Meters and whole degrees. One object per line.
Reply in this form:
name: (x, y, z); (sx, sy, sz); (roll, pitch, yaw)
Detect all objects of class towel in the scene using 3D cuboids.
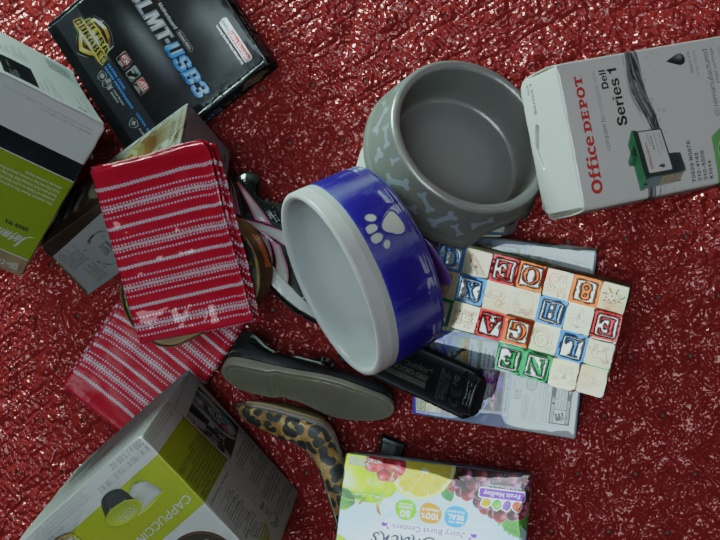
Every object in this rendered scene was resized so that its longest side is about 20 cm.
towel: (-0.243, 0.098, 1.407); (0.144, 0.022, 0.201); (38, 101, 9)
towel: (-0.194, -0.028, 1.257); (0.143, 0.023, 0.202); (-10, 104, 14)

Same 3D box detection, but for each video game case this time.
video game case: (0.155, 0.067, 1.298); (0.179, 0.045, 0.203); (7, 95, 13)

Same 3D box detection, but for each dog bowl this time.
dog bowl: (0.104, -0.125, 1.232); (0.198, 0.059, 0.202); (9, 62, -16)
dog bowl: (0.000, 0.000, 1.223); (0.078, 0.200, 0.202); (-25, 86, -19)

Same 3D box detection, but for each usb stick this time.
usb stick: (0.051, 0.102, 1.291); (0.199, 0.032, 0.056); (22, 97, 41)

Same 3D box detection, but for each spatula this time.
spatula: (0.058, -0.022, 1.247); (0.020, 0.200, 0.057); (-34, 103, 0)

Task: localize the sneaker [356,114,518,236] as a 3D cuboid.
sneaker: (0.079, -0.108, 1.290); (0.197, 0.080, 0.117); (16, 99, 14)

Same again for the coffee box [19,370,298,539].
coffee box: (-0.212, 0.272, 1.306); (0.199, 0.200, 0.198); (-41, 97, 13)

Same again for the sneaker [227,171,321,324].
sneaker: (-0.089, -0.030, 1.342); (0.086, 0.080, 0.200); (-43, 91, -6)

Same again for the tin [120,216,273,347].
tin: (-0.180, 0.013, 1.323); (0.199, 0.042, 0.113); (-24, 88, 31)

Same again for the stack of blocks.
stack of blocks: (0.168, 0.047, 1.240); (0.198, 0.059, 0.117); (15, 97, 14)

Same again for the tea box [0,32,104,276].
tea box: (-0.402, -0.137, 1.334); (0.133, 0.200, 0.198); (27, 103, -32)

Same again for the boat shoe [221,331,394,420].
boat shoe: (-0.053, 0.113, 1.341); (0.198, 0.073, 0.063); (13, 51, 9)

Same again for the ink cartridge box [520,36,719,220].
ink cartridge box: (0.274, -0.141, 1.194); (0.198, 0.084, 0.148); (-13, 91, -16)

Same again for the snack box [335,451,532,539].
snack box: (0.076, 0.274, 1.269); (0.197, 0.053, 0.144); (5, 85, 8)

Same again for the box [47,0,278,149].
box: (-0.227, -0.256, 1.377); (0.198, 0.050, 0.201); (-35, 85, 15)

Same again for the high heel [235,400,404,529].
high heel: (-0.061, 0.232, 1.347); (0.198, 0.071, 0.144); (18, 91, 4)

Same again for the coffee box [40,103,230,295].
coffee box: (-0.246, -0.079, 1.329); (0.199, 0.115, 0.080); (-33, 117, 16)
